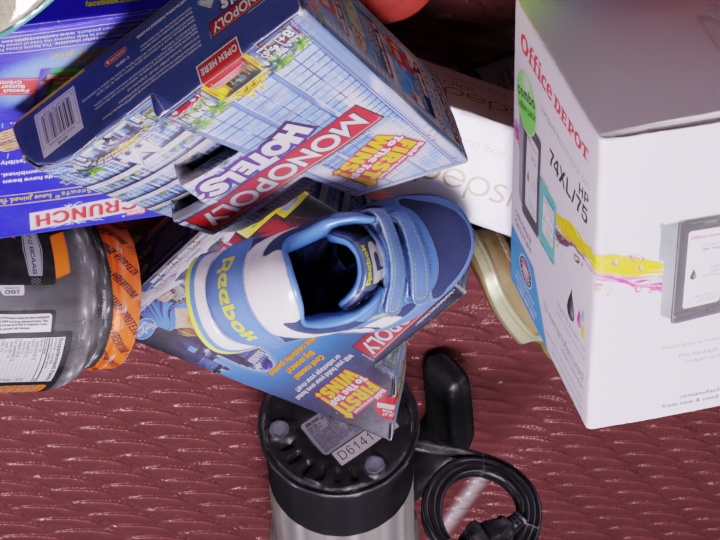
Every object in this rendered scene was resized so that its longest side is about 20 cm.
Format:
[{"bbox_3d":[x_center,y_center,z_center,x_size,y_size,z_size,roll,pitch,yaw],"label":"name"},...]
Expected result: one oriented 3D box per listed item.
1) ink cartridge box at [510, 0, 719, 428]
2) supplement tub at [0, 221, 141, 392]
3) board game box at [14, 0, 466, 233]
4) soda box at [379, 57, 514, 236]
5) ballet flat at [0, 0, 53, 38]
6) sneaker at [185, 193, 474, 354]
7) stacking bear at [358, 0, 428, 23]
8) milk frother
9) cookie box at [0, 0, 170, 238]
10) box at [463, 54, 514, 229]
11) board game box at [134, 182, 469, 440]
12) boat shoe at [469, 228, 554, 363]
[{"bbox_3d":[0.173,-0.044,1.458,0.146,0.147,0.200,-10,128,-11],"label":"ink cartridge box"},{"bbox_3d":[-0.243,0.014,1.602,0.200,0.123,0.123,-1,145,-29],"label":"supplement tub"},{"bbox_3d":[-0.047,-0.082,1.444,0.200,0.062,0.200,-34,146,28],"label":"board game box"},{"bbox_3d":[0.037,-0.082,1.563,0.200,0.064,0.068,19,114,-9],"label":"soda box"},{"bbox_3d":[-0.146,-0.201,1.349,0.200,0.067,0.062,-42,135,4],"label":"ballet flat"},{"bbox_3d":[0.000,0.000,1.473,0.200,0.074,0.082,-19,180,-41],"label":"sneaker"},{"bbox_3d":[0.064,-0.197,1.444,0.200,0.122,0.114,-21,162,23],"label":"stacking bear"},{"bbox_3d":[0.029,0.180,1.949,0.180,0.200,0.188,-18,151,-9],"label":"milk frother"},{"bbox_3d":[-0.161,-0.107,1.495,0.171,0.075,0.200,-9,148,-16],"label":"cookie box"},{"bbox_3d":[0.163,-0.065,1.712,0.200,0.105,0.184,-21,150,4],"label":"box"},{"bbox_3d":[-0.027,0.016,1.658,0.200,0.062,0.200,31,135,-20],"label":"board game box"},{"bbox_3d":[0.120,0.011,1.644,0.063,0.073,0.201,-32,149,12],"label":"boat shoe"}]
